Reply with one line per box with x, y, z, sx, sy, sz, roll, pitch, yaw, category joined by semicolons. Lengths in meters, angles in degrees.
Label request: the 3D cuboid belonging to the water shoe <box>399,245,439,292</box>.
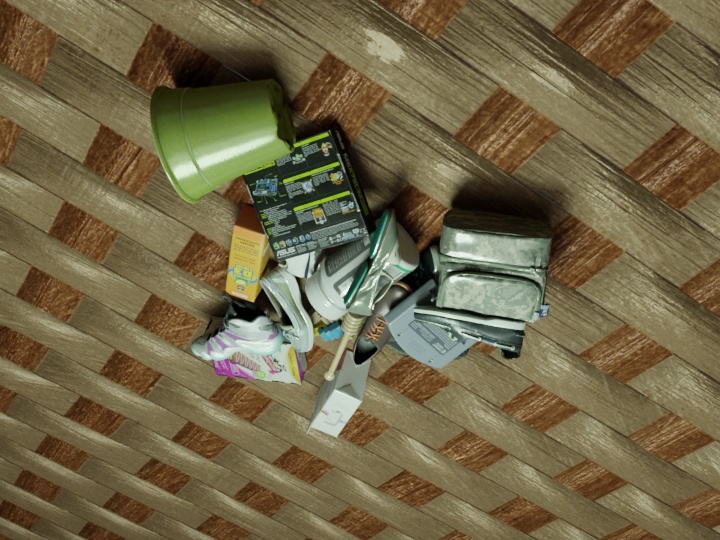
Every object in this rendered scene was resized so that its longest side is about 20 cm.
0.095;0.029;1.707;0.079;0.072;0.200;3;140;-17;water shoe

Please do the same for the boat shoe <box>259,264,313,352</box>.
-0.148;0.084;1.822;0.074;0.065;0.202;28;141;46;boat shoe

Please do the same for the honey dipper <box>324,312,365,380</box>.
-0.035;0.148;1.787;0.038;0.038;0.200;19;132;-3;honey dipper

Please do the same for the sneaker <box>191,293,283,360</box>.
-0.264;0.105;1.834;0.200;0.078;0.140;-8;126;14;sneaker

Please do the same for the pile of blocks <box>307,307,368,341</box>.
-0.045;0.093;1.817;0.200;0.082;0.062;-20;126;32;pile of blocks

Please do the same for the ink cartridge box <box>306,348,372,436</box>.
-0.049;0.277;1.978;0.067;0.117;0.200;23;137;-8;ink cartridge box

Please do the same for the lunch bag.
0.229;-0.004;1.563;0.200;0.139;0.168;7;109;5;lunch bag

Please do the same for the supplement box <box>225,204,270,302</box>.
-0.213;-0.030;1.756;0.066;0.069;0.200;18;139;2;supplement box

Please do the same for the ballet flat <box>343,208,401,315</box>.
0.034;-0.012;1.557;0.064;0.067;0.200;20;110;-11;ballet flat

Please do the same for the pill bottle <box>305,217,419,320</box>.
0.000;0.000;1.663;0.200;0.113;0.113;-36;117;26;pill bottle

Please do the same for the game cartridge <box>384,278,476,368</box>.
0.134;0.106;1.701;0.133;0.042;0.200;-35;135;12;game cartridge

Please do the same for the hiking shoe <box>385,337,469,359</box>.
0.117;0.136;1.834;0.200;0.076;0.101;16;159;-6;hiking shoe

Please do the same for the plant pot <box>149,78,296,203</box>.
-0.212;-0.230;1.491;0.190;0.200;0.200;-14;130;11;plant pot

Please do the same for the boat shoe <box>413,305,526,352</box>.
0.187;0.102;1.593;0.200;0.076;0.060;9;99;13;boat shoe

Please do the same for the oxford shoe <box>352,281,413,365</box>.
0.041;0.104;1.709;0.071;0.073;0.200;28;127;3;oxford shoe

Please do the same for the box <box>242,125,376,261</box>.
-0.094;-0.130;1.583;0.200;0.048;0.193;-16;100;29;box

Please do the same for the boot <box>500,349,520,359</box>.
0.257;0.061;1.661;0.068;0.131;0.200;-14;129;27;boot

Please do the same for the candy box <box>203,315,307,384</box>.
-0.224;0.173;1.965;0.200;0.061;0.136;4;134;12;candy box

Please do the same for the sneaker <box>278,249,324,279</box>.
-0.109;-0.060;1.695;0.080;0.076;0.200;22;135;8;sneaker
